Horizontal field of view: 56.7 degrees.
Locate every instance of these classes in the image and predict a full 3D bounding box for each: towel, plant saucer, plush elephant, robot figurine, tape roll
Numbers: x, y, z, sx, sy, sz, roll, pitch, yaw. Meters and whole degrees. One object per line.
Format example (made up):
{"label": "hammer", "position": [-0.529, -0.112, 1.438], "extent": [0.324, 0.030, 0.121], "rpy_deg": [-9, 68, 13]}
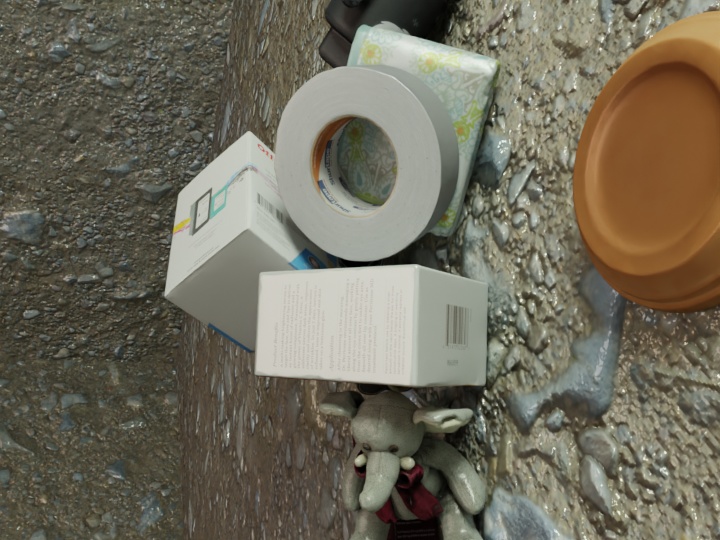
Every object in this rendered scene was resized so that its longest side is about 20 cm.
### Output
{"label": "towel", "position": [0.052, -0.154, 0.752], "extent": [0.048, 0.168, 0.204], "rpy_deg": [-33, -40, -60]}
{"label": "plant saucer", "position": [0.211, -0.074, 0.461], "extent": [0.199, 0.037, 0.206], "rpy_deg": [-176, 90, -69]}
{"label": "plush elephant", "position": [0.037, 0.191, 0.667], "extent": [0.161, 0.155, 0.204], "rpy_deg": [-5, 59, 28]}
{"label": "robot figurine", "position": [0.033, -0.325, 0.811], "extent": [0.201, 0.124, 0.151], "rpy_deg": [-53, 20, 16]}
{"label": "tape roll", "position": [0.005, -0.116, 0.722], "extent": [0.066, 0.197, 0.204], "rpy_deg": [-33, -38, -61]}

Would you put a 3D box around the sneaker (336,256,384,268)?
{"label": "sneaker", "position": [0.000, 0.000, 0.868], "extent": [0.085, 0.073, 0.204], "rpy_deg": [-92, -7, -60]}

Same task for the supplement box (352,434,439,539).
{"label": "supplement box", "position": [0.040, 0.272, 0.796], "extent": [0.109, 0.060, 0.205], "rpy_deg": [136, 134, -58]}

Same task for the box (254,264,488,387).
{"label": "box", "position": [0.012, 0.060, 0.687], "extent": [0.197, 0.151, 0.109], "rpy_deg": [-3, 81, 36]}

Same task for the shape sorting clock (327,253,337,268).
{"label": "shape sorting clock", "position": [-0.081, 0.022, 0.986], "extent": [0.039, 0.195, 0.205], "rpy_deg": [89, 180, -77]}

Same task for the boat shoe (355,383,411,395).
{"label": "boat shoe", "position": [0.042, 0.115, 0.812], "extent": [0.201, 0.070, 0.067], "rpy_deg": [129, 146, -49]}

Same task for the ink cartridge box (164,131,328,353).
{"label": "ink cartridge box", "position": [-0.141, -0.038, 0.850], "extent": [0.145, 0.146, 0.202], "rpy_deg": [-34, 38, 21]}
